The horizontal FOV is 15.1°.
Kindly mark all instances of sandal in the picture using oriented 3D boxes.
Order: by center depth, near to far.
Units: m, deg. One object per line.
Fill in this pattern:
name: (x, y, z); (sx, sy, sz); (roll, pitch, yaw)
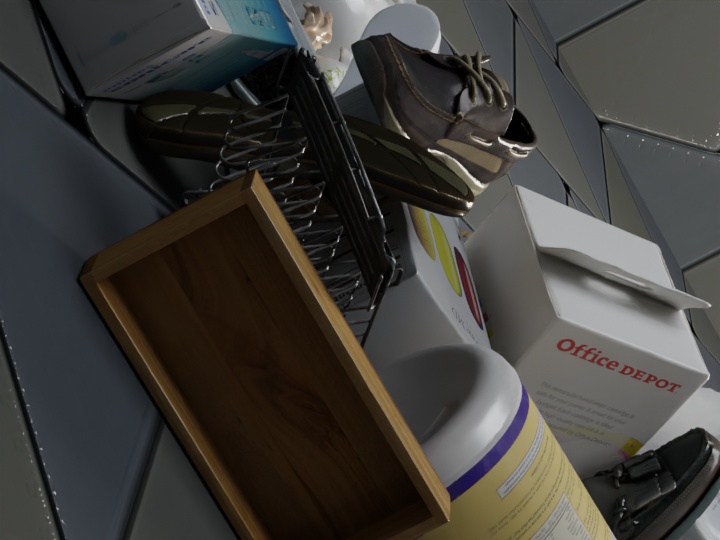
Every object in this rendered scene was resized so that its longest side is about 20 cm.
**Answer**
sandal: (-0.034, -0.056, 1.561); (0.082, 0.199, 0.055); (-102, -157, -64)

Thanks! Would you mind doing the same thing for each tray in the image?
tray: (-0.046, 0.059, 1.358); (0.200, 0.098, 0.037); (59, 12, -16)

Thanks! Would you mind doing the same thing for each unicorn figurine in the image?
unicorn figurine: (0.000, -0.093, 1.972); (0.200, 0.074, 0.137); (48, 16, -8)

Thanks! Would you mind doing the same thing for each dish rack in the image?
dish rack: (-0.037, -0.016, 1.432); (0.200, 0.054, 0.154); (113, -43, -60)

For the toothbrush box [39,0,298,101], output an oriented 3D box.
toothbrush box: (-0.126, -0.179, 1.569); (0.147, 0.085, 0.200); (63, 11, 3)

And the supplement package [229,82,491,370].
supplement package: (0.000, 0.000, 1.651); (0.114, 0.109, 0.200); (53, 15, -37)

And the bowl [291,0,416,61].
bowl: (-0.016, -0.219, 2.107); (0.201, 0.090, 0.201); (58, 12, -20)

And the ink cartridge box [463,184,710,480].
ink cartridge box: (0.117, 0.054, 1.731); (0.128, 0.200, 0.125); (21, 35, -31)

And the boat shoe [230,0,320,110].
boat shoe: (-0.077, -0.171, 1.792); (0.201, 0.070, 0.072); (56, 10, -38)

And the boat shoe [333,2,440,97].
boat shoe: (0.003, -0.091, 1.828); (0.068, 0.072, 0.200); (78, 30, -49)

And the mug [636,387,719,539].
mug: (0.189, 0.161, 1.813); (0.148, 0.200, 0.175); (60, -25, -11)

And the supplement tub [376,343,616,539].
supplement tub: (0.063, 0.157, 1.495); (0.200, 0.145, 0.145); (58, 13, -20)

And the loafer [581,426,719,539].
loafer: (0.144, 0.164, 1.694); (0.063, 0.200, 0.072); (46, 4, -19)

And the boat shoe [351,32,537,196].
boat shoe: (0.055, -0.108, 1.672); (0.075, 0.073, 0.200); (66, 13, 21)
